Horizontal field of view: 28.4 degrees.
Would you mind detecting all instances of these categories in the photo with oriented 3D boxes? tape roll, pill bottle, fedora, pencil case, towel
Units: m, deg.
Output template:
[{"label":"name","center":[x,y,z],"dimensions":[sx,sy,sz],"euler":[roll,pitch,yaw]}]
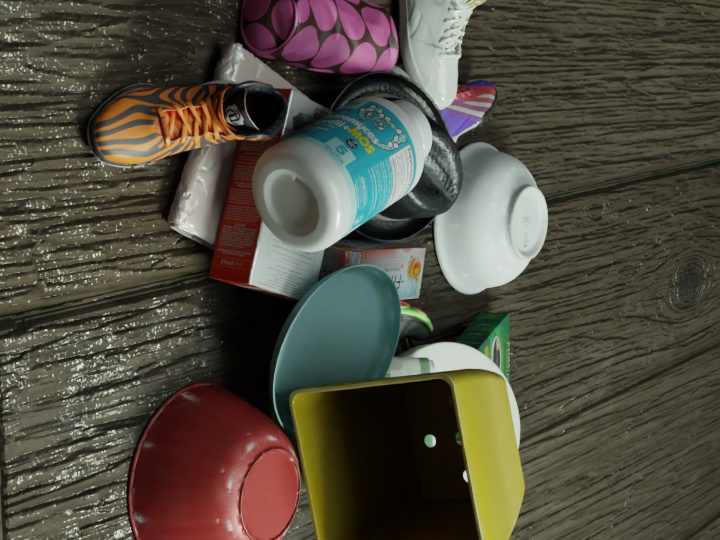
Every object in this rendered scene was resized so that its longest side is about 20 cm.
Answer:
[{"label":"tape roll","center":[0.098,0.187,1.683],"dimensions":[0.200,0.037,0.206],"euler":[4,82,-27]},{"label":"pill bottle","center":[-0.010,-0.105,1.424],"dimensions":[0.199,0.110,0.112],"euler":[-36,123,-45]},{"label":"fedora","center":[0.050,-0.123,1.583],"dimensions":[0.199,0.091,0.204],"euler":[-8,104,-36]},{"label":"pencil case","center":[-0.040,-0.265,1.542],"dimensions":[0.199,0.090,0.095],"euler":[5,71,-56]},{"label":"towel","center":[-0.009,0.172,1.602],"dimensions":[0.197,0.031,0.152],"euler":[1,83,-19]},{"label":"towel","center":[-0.113,-0.110,1.504],"dimensions":[0.191,0.032,0.203],"euler":[32,70,-52]}]

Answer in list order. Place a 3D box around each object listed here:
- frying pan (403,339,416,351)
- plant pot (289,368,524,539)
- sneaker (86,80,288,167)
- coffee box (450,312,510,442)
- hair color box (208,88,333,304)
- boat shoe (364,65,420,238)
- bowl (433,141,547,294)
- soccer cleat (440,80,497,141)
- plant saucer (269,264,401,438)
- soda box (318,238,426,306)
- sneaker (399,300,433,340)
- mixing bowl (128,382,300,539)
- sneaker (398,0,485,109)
[{"label":"frying pan","center":[0.104,0.155,1.847],"dimensions":[0.115,0.031,0.193],"euler":[-30,121,-49]},{"label":"plant pot","center":[0.069,0.197,1.494],"dimensions":[0.176,0.198,0.203],"euler":[-16,96,-57]},{"label":"sneaker","center":[-0.155,-0.149,1.351],"dimensions":[0.198,0.111,0.079],"euler":[-21,104,-36]},{"label":"coffee box","center":[0.155,0.136,1.849],"dimensions":[0.200,0.043,0.125],"euler":[-38,127,-67]},{"label":"hair color box","center":[-0.082,-0.076,1.476],"dimensions":[0.110,0.063,0.203],"euler":[20,81,-52]},{"label":"boat shoe","center":[0.027,-0.135,1.658],"dimensions":[0.065,0.073,0.203],"euler":[-17,108,-56]},{"label":"bowl","center":[0.185,-0.066,1.871],"dimensions":[0.200,0.089,0.204],"euler":[-10,102,-52]},{"label":"soccer cleat","center":[0.107,-0.200,1.768],"dimensions":[0.200,0.068,0.074],"euler":[-43,120,-40]},{"label":"plant saucer","center":[-0.031,0.084,1.521],"dimensions":[0.199,0.027,0.202],"euler":[-31,133,-39]},{"label":"soda box","center":[0.000,0.000,1.622],"dimensions":[0.199,0.068,0.065],"euler":[-3,103,-61]},{"label":"sneaker","center":[0.008,0.073,1.675],"dimensions":[0.199,0.076,0.085],"euler":[0,108,-48]},{"label":"mixing bowl","center":[-0.131,0.222,1.465],"dimensions":[0.199,0.107,0.203],"euler":[-10,102,-53]},{"label":"sneaker","center":[0.107,-0.297,1.679],"dimensions":[0.073,0.115,0.203],"euler":[-13,94,-46]}]
